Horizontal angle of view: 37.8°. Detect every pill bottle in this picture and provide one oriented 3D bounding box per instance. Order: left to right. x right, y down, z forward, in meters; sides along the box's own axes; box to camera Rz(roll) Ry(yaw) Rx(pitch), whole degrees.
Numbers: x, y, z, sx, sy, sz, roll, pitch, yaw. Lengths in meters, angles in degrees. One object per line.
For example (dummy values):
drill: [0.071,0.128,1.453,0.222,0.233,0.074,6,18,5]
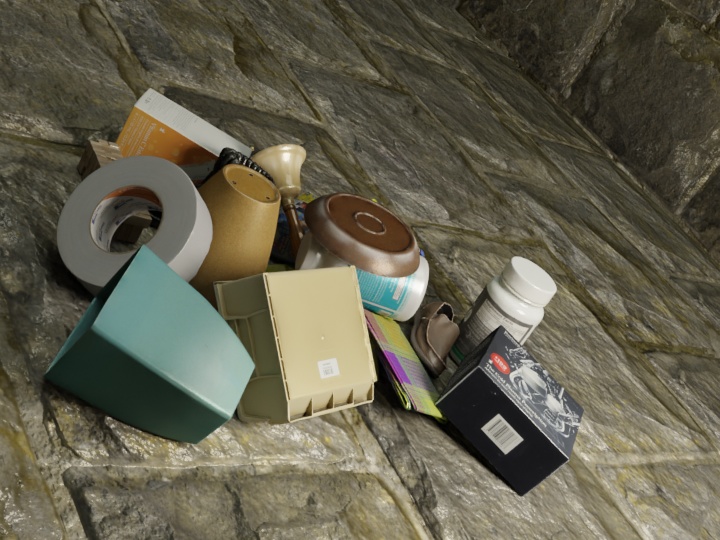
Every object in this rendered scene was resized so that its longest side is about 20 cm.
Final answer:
pill bottle: [0.000,0.000,1.658,0.198,0.111,0.111,20,28,-17]
pill bottle: [0.246,0.083,1.822,0.112,0.201,0.113,27,26,-14]

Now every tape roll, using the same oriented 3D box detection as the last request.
tape roll: [-0.303,-0.053,1.415,0.200,0.200,0.066,48,-10,28]

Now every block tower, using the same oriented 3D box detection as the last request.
block tower: [-0.380,-0.122,1.610,0.054,0.058,0.200,11,32,-38]

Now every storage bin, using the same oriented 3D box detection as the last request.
storage bin: [-0.083,0.099,1.439,0.199,0.093,0.201,-5,82,-53]

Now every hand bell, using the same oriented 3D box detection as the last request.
hand bell: [-0.114,-0.093,1.717,0.104,0.104,0.202,4,63,-47]

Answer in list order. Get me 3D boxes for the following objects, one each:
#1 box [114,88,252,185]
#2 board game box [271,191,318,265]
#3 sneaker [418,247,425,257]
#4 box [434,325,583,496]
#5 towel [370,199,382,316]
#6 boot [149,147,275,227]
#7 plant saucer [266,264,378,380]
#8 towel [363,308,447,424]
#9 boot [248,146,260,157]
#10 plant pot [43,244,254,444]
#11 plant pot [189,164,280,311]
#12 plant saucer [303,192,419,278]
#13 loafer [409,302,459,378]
box: [-0.299,-0.186,1.732,0.199,0.125,0.098,30,26,-8]
board game box: [-0.054,-0.047,1.816,0.199,0.062,0.200,29,25,11]
sneaker: [0.063,-0.014,1.874,0.080,0.116,0.200,19,29,-29]
box: [0.239,0.215,1.657,0.200,0.104,0.182,46,25,0]
towel: [0.035,-0.015,1.774,0.018,0.202,0.086,-5,-7,5]
boot: [-0.253,-0.131,1.652,0.210,0.158,0.080,27,26,-13]
plant saucer: [-0.062,0.069,1.660,0.198,0.048,0.201,20,29,-27]
towel: [0.063,0.145,1.630,0.143,0.023,0.201,28,29,-59]
boot: [-0.231,-0.182,1.867,0.199,0.073,0.151,36,26,-5]
plant pot: [-0.239,0.106,1.255,0.200,0.141,0.142,39,43,-16]
plant pot: [-0.203,-0.047,1.521,0.185,0.201,0.187,26,26,-14]
plant saucer: [0.009,-0.063,1.620,0.199,0.032,0.201,23,29,-13]
loafer: [0.128,0.105,1.769,0.073,0.071,0.201,55,17,-24]
